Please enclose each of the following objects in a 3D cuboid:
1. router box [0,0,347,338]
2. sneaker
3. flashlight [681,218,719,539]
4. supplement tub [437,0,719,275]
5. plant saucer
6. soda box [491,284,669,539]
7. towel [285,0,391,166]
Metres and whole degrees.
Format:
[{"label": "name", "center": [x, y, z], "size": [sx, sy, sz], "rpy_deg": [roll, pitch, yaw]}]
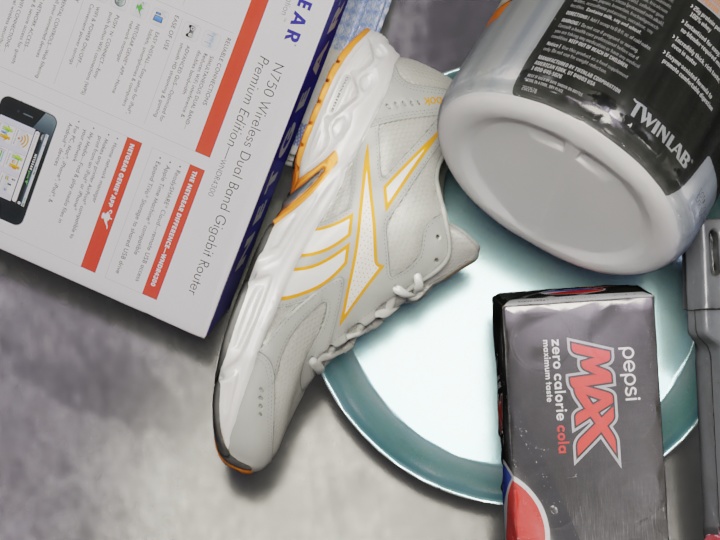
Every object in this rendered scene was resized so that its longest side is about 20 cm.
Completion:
[{"label": "router box", "center": [-0.110, -0.097, 1.298], "size": [0.179, 0.049, 0.201], "rpy_deg": [24, 108, 4]}, {"label": "sneaker", "center": [0.000, 0.000, 1.285], "size": [0.091, 0.076, 0.201], "rpy_deg": [22, 84, -1]}, {"label": "flashlight", "center": [0.176, 0.078, 1.287], "size": [0.067, 0.068, 0.202], "rpy_deg": [-2, 88, 2]}, {"label": "supplement tub", "center": [0.127, -0.109, 1.270], "size": [0.122, 0.123, 0.201], "rpy_deg": [30, 64, 5]}, {"label": "plant saucer", "center": [0.072, 0.006, 1.331], "size": [0.199, 0.027, 0.202], "rpy_deg": [0, 82, 0]}, {"label": "soda box", "center": [0.096, 0.109, 1.274], "size": [0.070, 0.063, 0.202], "rpy_deg": [-4, 93, -1]}, {"label": "towel", "center": [-0.049, -0.155, 1.367], "size": [0.146, 0.024, 0.201], "rpy_deg": [18, 78, 5]}]
